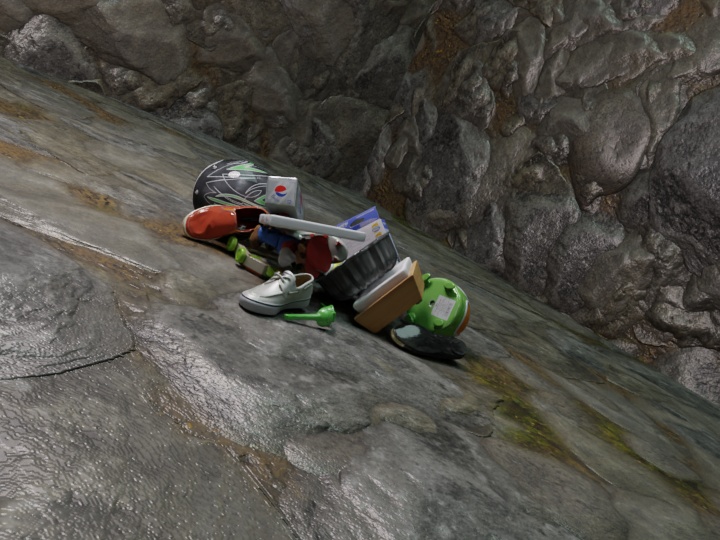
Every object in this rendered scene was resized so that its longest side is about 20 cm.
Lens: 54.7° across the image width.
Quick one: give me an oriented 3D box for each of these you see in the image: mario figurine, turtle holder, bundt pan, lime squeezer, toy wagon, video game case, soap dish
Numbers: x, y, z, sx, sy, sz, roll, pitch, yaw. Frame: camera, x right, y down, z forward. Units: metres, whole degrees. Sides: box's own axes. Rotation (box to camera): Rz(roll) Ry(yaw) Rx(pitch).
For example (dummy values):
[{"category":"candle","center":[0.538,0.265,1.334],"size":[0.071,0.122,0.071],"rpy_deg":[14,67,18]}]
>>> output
[{"category":"mario figurine","center":[-0.146,-0.028,1.468],"size":[0.197,0.108,0.123],"rpy_deg":[21,43,35]},{"category":"turtle holder","center":[0.177,0.099,1.661],"size":[0.183,0.144,0.131],"rpy_deg":[-14,-31,31]},{"category":"bundt pan","center":[0.000,0.000,1.548],"size":[0.077,0.200,0.202],"rpy_deg":[56,11,-2]},{"category":"lime squeezer","center":[-0.080,0.088,1.348],"size":[0.069,0.039,0.200],"rpy_deg":[-6,3,16]},{"category":"toy wagon","center":[-0.203,-0.014,1.508],"size":[0.153,0.040,0.200],"rpy_deg":[19,13,-32]},{"category":"video game case","center":[-0.105,-0.089,1.449],"size":[0.196,0.023,0.182],"rpy_deg":[10,2,-16]},{"category":"soap dish","center":[0.068,0.053,1.518],"size":[0.082,0.156,0.200],"rpy_deg":[52,11,-3]}]

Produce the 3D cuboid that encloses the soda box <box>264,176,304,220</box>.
[{"category":"soda box","center":[-0.165,-0.144,1.544],"size":[0.067,0.065,0.200],"rpy_deg":[4,-13,1]}]

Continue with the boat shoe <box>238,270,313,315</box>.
[{"category":"boat shoe","center":[-0.149,0.034,1.293],"size":[0.070,0.071,0.199],"rpy_deg":[27,15,27]}]

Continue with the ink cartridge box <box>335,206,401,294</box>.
[{"category":"ink cartridge box","center":[0.027,-0.036,1.656],"size":[0.204,0.118,0.042],"rpy_deg":[68,20,7]}]

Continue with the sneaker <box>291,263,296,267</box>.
[{"category":"sneaker","center":[-0.108,-0.020,1.680],"size":[0.074,0.088,0.199],"rpy_deg":[22,32,25]}]

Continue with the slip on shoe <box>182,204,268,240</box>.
[{"category":"slip on shoe","center":[-0.289,-0.108,1.515],"size":[0.196,0.076,0.061],"rpy_deg":[-7,1,-24]}]

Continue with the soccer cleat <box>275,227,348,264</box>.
[{"category":"soccer cleat","center":[-0.122,-0.061,1.599],"size":[0.195,0.071,0.078],"rpy_deg":[12,0,2]}]

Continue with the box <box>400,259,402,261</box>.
[{"category":"box","center":[0.061,0.009,1.822],"size":[0.034,0.112,0.200],"rpy_deg":[17,14,-33]}]

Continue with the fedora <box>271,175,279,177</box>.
[{"category":"fedora","center":[-0.246,-0.156,1.881],"size":[0.090,0.205,0.200],"rpy_deg":[-9,-1,20]}]

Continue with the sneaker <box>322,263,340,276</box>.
[{"category":"sneaker","center":[-0.015,0.014,1.717],"size":[0.076,0.077,0.198],"rpy_deg":[32,14,36]}]

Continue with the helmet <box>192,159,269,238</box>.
[{"category":"helmet","center":[-0.292,-0.168,1.644],"size":[0.197,0.203,0.191],"rpy_deg":[24,10,-8]}]

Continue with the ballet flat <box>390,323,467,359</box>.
[{"category":"ballet flat","center":[0.143,0.161,1.487],"size":[0.197,0.057,0.068],"rpy_deg":[18,55,-30]}]
